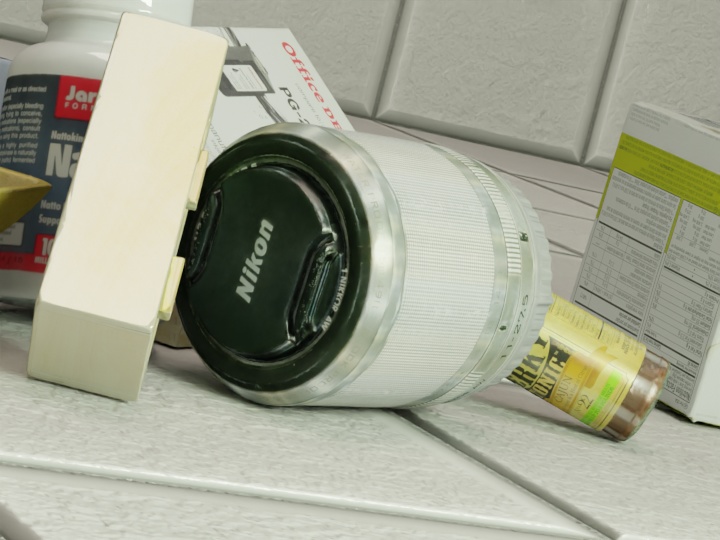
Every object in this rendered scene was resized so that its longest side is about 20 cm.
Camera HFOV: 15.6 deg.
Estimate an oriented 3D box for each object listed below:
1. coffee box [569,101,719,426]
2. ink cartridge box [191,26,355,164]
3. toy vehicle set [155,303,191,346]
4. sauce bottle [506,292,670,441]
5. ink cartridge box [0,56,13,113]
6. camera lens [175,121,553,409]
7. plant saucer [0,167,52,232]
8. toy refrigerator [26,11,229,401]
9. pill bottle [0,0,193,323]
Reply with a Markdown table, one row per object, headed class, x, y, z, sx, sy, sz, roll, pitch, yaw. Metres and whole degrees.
| class | x | y | z | sx | sy | sz | roll | pitch | yaw |
| --- | --- | --- | --- | --- | --- | --- | --- | --- | --- |
| coffee box | 0.299 | 0.007 | 1.951 | 0.199 | 0.199 | 0.200 | 12 | 9 | -28 |
| ink cartridge box | -0.094 | -0.088 | 1.793 | 0.200 | 0.083 | 0.146 | -8 | 61 | -55 |
| toy vehicle set | -0.166 | 0.006 | 1.700 | 0.199 | 0.027 | 0.124 | 18 | 8 | 26 |
| sauce bottle | 0.099 | 0.037 | 1.687 | 0.199 | 0.065 | 0.065 | 28 | 7 | -1 |
| ink cartridge box | -0.245 | -0.086 | 1.879 | 0.199 | 0.120 | 0.042 | 19 | 4 | 25 |
| camera lens | 0.000 | 0.000 | 1.547 | 0.159 | 0.161 | 0.199 | 20 | 9 | 36 |
| plant saucer | -0.292 | -0.047 | 1.425 | 0.199 | 0.049 | 0.200 | 15 | 7 | 12 |
| toy refrigerator | -0.122 | -0.036 | 1.430 | 0.070 | 0.201 | 0.076 | 14 | -36 | -3 |
| pill bottle | -0.157 | -0.075 | 1.572 | 0.119 | 0.201 | 0.120 | 7 | -5 | 1 |
